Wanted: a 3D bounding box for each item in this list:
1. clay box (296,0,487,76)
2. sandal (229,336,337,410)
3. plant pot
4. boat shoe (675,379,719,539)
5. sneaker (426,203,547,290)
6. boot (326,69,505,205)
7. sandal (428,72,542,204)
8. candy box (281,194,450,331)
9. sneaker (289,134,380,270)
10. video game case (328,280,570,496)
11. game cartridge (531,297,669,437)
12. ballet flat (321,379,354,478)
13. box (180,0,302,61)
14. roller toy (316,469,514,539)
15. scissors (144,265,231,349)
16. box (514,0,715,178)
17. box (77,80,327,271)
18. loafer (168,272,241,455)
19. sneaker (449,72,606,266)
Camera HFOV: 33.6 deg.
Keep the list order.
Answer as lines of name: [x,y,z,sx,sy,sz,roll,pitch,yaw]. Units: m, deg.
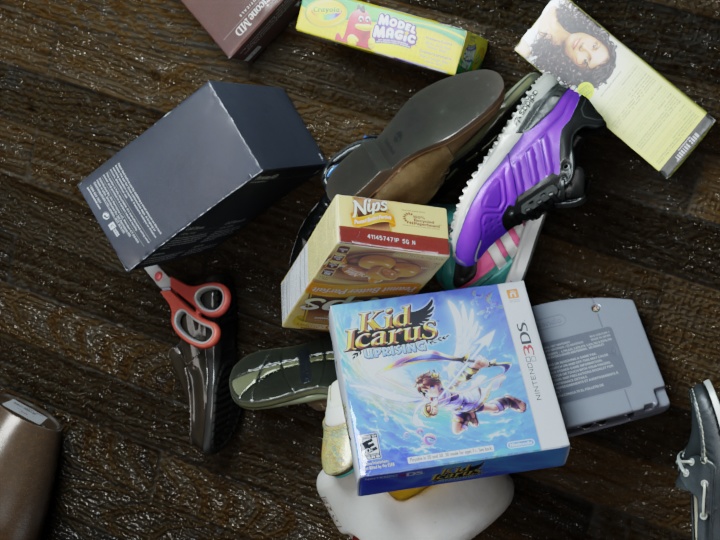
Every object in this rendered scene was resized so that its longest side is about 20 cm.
clay box: [0.046,-0.234,1.201,0.197,0.115,0.048,17,101,14]
sandal: [-0.042,0.118,1.296,0.197,0.058,0.081,-4,55,8]
plant pot: [-0.437,0.253,1.396,0.185,0.187,0.202,28,90,12]
boat shoe: [0.343,0.211,1.184,0.059,0.076,0.204,-11,93,12]
sneaker: [0.126,-0.058,1.218,0.119,0.084,0.203,19,104,4]
boot: [0.064,-0.115,1.146,0.199,0.075,0.074,-36,43,16]
sandal: [0.105,-0.137,1.218,0.200,0.080,0.058,-38,71,18]
candy box: [0.000,0.000,1.191,0.113,0.200,0.056,7,62,-17]
sneaker: [-0.028,-0.065,1.244,0.073,0.112,0.201,43,105,17]
video game case: [0.079,0.106,1.124,0.196,0.046,0.184,-7,55,-6]
game cartridge: [0.192,0.099,1.185,0.196,0.041,0.135,-13,66,-4]
ballet flat: [0.004,0.120,1.183,0.070,0.200,0.072,16,129,21]
box: [-0.158,-0.332,1.276,0.100,0.075,0.200,-43,85,17]
roller toy: [0.051,0.215,1.217,0.181,0.199,0.141,-34,86,31]
scissors: [-0.220,0.019,1.325,0.198,0.014,0.074,27,91,30]
box: [0.251,-0.183,1.177,0.199,0.050,0.076,40,106,8]
box: [-0.157,-0.100,1.237,0.181,0.200,0.105,-33,86,18]
loafer: [-0.177,0.105,1.343,0.070,0.073,0.204,0,87,21]
sneaker: [0.164,-0.080,1.132,0.099,0.069,0.202,32,93,16]
